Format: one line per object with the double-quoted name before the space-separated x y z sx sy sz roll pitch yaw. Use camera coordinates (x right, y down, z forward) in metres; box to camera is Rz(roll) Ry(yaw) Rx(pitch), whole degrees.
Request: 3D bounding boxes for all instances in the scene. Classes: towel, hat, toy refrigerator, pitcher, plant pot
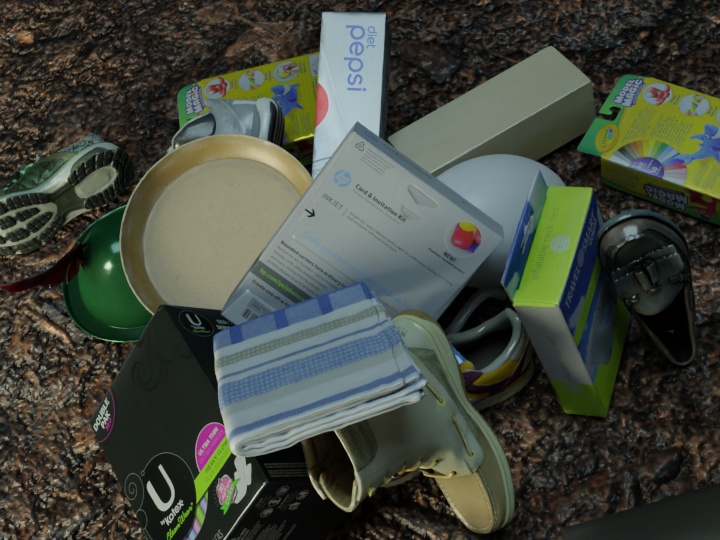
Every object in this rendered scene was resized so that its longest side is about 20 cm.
"towel" -0.038 0.071 0.948 0.146 0.024 0.200 -18 22 -4
"hat" -0.243 -0.037 1.216 0.165 0.176 0.201 -15 54 3
"toy refrigerator" 0.135 -0.139 1.268 0.199 0.070 0.076 -30 48 -9
"pitcher" 0.098 -0.015 1.152 0.199 0.173 0.121 -13 14 -31
"plant pot" -0.129 -0.032 1.186 0.198 0.028 0.202 -2 73 6

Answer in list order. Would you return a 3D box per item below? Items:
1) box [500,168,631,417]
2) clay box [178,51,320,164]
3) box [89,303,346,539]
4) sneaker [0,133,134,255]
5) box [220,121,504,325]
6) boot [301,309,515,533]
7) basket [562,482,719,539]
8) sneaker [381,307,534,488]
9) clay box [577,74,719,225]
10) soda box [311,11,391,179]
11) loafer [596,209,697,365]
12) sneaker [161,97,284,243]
"box" 0.181 0.022 1.063 0.047 0.200 0.123 3 56 28
"clay box" -0.092 -0.164 1.338 0.199 0.048 0.116 -13 57 5
"box" -0.115 0.150 1.058 0.149 0.124 0.200 -54 52 24
"sneaker" -0.345 -0.086 1.350 0.199 0.077 0.089 -28 42 -13
"box" 0.000 0.000 1.059 0.155 0.200 0.041 34 20 -8
"boot" 0.036 0.152 0.995 0.072 0.201 0.154 -13 16 45
"basket" 0.260 0.239 0.946 0.199 0.136 0.181 -8 60 12
"sneaker" 0.066 0.106 1.101 0.200 0.090 0.075 -38 57 -14
"clay box" 0.324 -0.115 1.219 0.199 0.048 0.115 23 64 27
"soda box" -0.009 -0.153 1.245 0.068 0.063 0.202 3 80 7
"loafer" 0.254 0.017 1.054 0.071 0.200 0.063 -24 57 14
"sneaker" -0.147 -0.079 1.257 0.115 0.075 0.202 8 81 8
